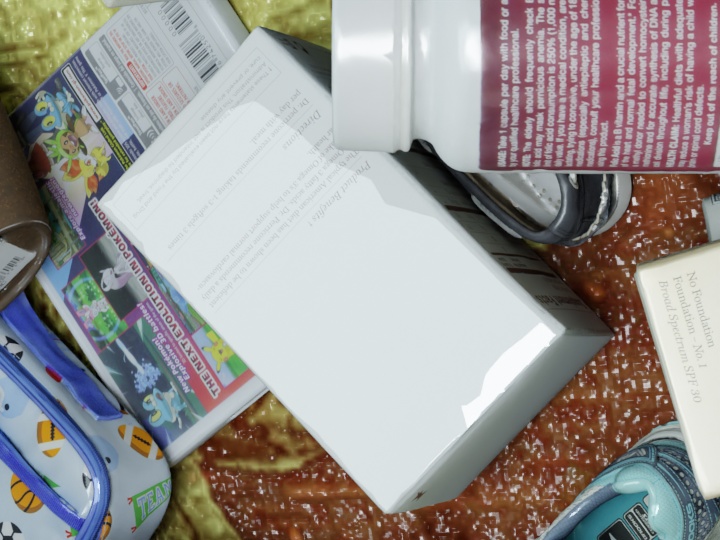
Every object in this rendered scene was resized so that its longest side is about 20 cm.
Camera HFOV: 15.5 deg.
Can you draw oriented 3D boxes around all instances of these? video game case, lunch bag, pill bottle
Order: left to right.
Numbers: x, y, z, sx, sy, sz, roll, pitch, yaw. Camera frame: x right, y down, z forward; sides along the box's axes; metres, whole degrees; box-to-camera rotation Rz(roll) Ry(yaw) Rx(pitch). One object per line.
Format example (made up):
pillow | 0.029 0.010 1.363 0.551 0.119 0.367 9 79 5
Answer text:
lunch bag | -0.196 0.098 1.389 0.200 0.076 0.160 42 119 28
video game case | -0.093 -0.028 1.348 0.182 0.023 0.200 -39 79 30
pill bottle | 0.088 -0.098 1.126 0.200 0.114 0.114 0 101 0

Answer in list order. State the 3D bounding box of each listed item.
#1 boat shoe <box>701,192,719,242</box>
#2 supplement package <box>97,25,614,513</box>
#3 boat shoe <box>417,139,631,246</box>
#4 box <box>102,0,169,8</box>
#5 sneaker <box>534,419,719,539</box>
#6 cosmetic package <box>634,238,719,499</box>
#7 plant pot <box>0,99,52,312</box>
boat shoe | 0.196 0.061 1.161 0.064 0.071 0.200 -8 98 8
supplement package | 0.000 0.000 1.221 0.117 0.117 0.200 -46 77 11
boat shoe | 0.044 -0.092 1.230 0.074 0.060 0.200 -42 77 29
box | -0.065 -0.213 1.229 0.068 0.082 0.200 59 137 20
sneaker | 0.094 0.149 1.229 0.078 0.086 0.200 43 117 18
cosmetic package | 0.222 0.018 1.091 0.200 0.073 0.104 -18 89 7
plant pot | -0.252 -0.062 1.338 0.200 0.187 0.187 47 118 16
